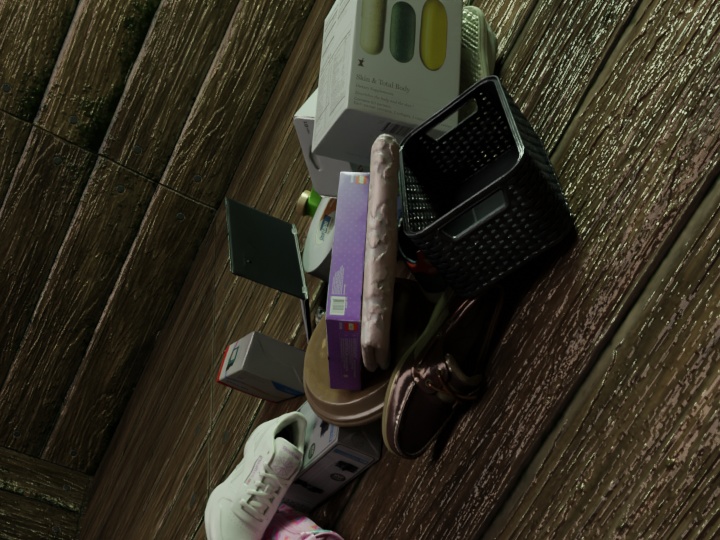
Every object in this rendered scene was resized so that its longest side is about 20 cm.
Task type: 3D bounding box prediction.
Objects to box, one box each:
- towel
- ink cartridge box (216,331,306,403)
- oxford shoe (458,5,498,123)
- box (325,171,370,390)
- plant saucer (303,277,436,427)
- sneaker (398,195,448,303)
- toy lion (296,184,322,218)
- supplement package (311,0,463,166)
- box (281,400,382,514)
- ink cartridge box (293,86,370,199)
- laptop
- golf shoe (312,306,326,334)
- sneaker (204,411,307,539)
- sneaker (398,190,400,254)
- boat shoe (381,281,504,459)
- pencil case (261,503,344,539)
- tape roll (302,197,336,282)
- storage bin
[{"bbox_3d":[0.021,-0.007,0.807,0.191,0.031,0.205,84,-172,-75],"label":"towel"},{"bbox_3d":[-0.167,0.168,1.326,0.199,0.114,0.069,-31,39,61],"label":"ink cartridge box"},{"bbox_3d":[0.147,-0.245,1.036,0.074,0.057,0.205,-5,74,37],"label":"oxford shoe"},{"bbox_3d":[-0.011,0.011,0.884,0.138,0.038,0.203,90,-177,-53],"label":"box"},{"bbox_3d":[0.006,0.088,0.937,0.197,0.029,0.203,-26,41,24],"label":"plant saucer"},{"bbox_3d":[0.068,-0.052,0.925,0.074,0.085,0.201,-29,36,1],"label":"sneaker"},{"bbox_3d":[-0.039,-0.210,1.444,0.192,0.068,0.203,-53,-18,-47],"label":"toy lion"},{"bbox_3d":[0.034,-0.256,1.026,0.150,0.148,0.205,147,131,-66],"label":"supplement package"},{"bbox_3d":[-0.044,0.217,1.007,0.200,0.059,0.118,-48,26,45],"label":"box"},{"bbox_3d":[-0.005,-0.225,1.191,0.083,0.146,0.201,11,49,30],"label":"ink cartridge box"},{"bbox_3d":[-0.148,0.010,1.289,0.189,0.113,0.203,-104,10,-48],"label":"laptop"},{"bbox_3d":[-0.031,0.120,1.083,0.200,0.076,0.096,-123,50,-78],"label":"golf shoe"},{"bbox_3d":[-0.121,0.251,0.939,0.099,0.074,0.202,-39,21,45],"label":"sneaker"},{"bbox_3d":[0.055,-0.081,1.085,0.201,0.081,0.072,-67,-22,-50],"label":"sneaker"},{"bbox_3d":[0.085,0.097,0.775,0.203,0.071,0.072,-61,18,-2],"label":"boat shoe"},{"bbox_3d":[-0.081,0.331,0.936,0.199,0.086,0.089,-12,56,67],"label":"pencil case"},{"bbox_3d":[-0.023,-0.078,1.294,0.201,0.065,0.203,-54,23,35],"label":"tape roll"},{"bbox_3d":[0.118,-0.088,0.792,0.134,0.094,0.202,-34,29,21],"label":"storage bin"}]
